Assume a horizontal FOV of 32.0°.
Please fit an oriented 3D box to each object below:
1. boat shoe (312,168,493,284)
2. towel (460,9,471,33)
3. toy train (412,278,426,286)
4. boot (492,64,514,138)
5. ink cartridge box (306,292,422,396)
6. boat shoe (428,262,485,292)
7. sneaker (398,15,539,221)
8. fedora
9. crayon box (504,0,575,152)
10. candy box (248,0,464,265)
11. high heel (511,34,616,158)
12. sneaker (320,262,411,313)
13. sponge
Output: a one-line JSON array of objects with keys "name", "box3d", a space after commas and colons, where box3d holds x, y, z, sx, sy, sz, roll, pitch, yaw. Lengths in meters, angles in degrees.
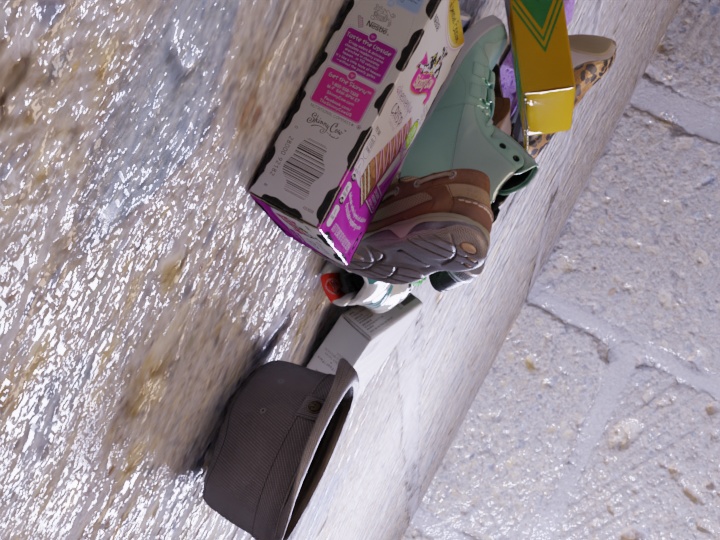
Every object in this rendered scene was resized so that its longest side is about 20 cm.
[{"name": "boat shoe", "box3d": [0.036, -0.037, 0.989, 0.198, 0.075, 0.073, -5, -119, 50]}, {"name": "towel", "box3d": [0.037, -0.138, 1.096, 0.202, 0.024, 0.147, -66, 170, 17]}, {"name": "toy train", "box3d": [0.050, -0.014, 1.338, 0.200, 0.041, 0.057, 13, 94, -83]}, {"name": "boot", "box3d": [0.128, -0.121, 1.336, 0.201, 0.069, 0.148, -64, 156, -50]}, {"name": "ink cartridge box", "box3d": [-0.019, 0.108, 1.319, 0.175, 0.043, 0.200, -55, 171, 18]}, {"name": "boat shoe", "box3d": [0.111, -0.062, 1.425, 0.056, 0.068, 0.202, -36, -149, 41]}, {"name": "sneaker", "box3d": [0.113, -0.128, 1.104, 0.202, 0.117, 0.074, -60, 170, -25]}, {"name": "fedora", "box3d": [-0.074, 0.154, 1.064, 0.178, 0.089, 0.202, 101, 13, -56]}, {"name": "crayon box", "box3d": [0.168, -0.213, 1.181, 0.126, 0.051, 0.204, 57, 27, -77]}, {"name": "candy box", "box3d": [0.003, -0.115, 0.907, 0.202, 0.060, 0.136, -63, 168, -5]}, {"name": "high heel", "box3d": [0.247, -0.211, 1.557, 0.199, 0.071, 0.144, -30, 142, -41]}, {"name": "sneaker", "box3d": [0.000, 0.000, 1.163, 0.092, 0.071, 0.200, -26, 169, -16]}, {"name": "sponge", "box3d": [0.219, -0.285, 1.544, 0.201, 0.029, 0.112, -58, 167, -26]}]
